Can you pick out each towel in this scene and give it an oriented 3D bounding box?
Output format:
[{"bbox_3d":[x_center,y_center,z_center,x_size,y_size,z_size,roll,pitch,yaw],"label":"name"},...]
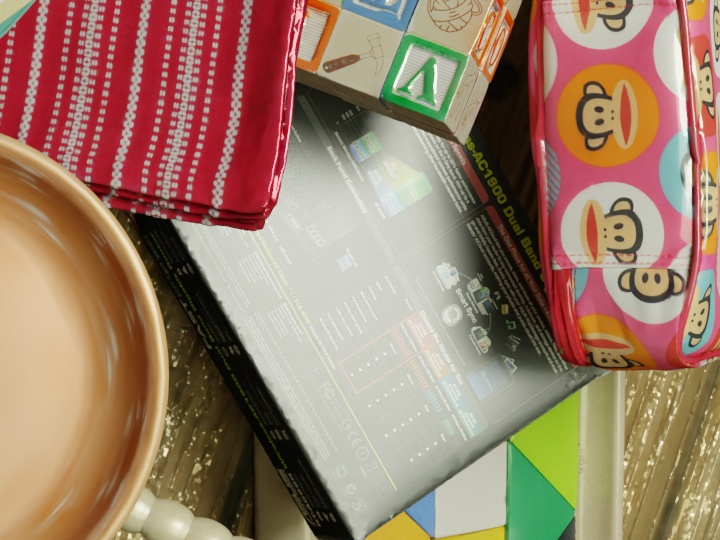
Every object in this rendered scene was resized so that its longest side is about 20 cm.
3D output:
[{"bbox_3d":[-0.117,-0.101,0.933,0.199,0.022,0.146,9,85,11],"label":"towel"}]

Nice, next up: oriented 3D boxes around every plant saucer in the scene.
[{"bbox_3d":[-0.175,0.042,0.904,0.199,0.037,0.202,0,91,-12],"label":"plant saucer"}]

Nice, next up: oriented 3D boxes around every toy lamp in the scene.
[{"bbox_3d":[-0.096,0.106,1.002,0.199,0.058,0.058,26,87,2],"label":"toy lamp"}]

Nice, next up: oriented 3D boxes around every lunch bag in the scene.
[{"bbox_3d":[0.139,-0.059,1.033,0.176,0.081,0.202,-7,96,-65],"label":"lunch bag"}]

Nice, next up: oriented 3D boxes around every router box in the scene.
[{"bbox_3d":[0.000,0.000,1.043,0.149,0.062,0.201,-32,97,-19],"label":"router box"}]

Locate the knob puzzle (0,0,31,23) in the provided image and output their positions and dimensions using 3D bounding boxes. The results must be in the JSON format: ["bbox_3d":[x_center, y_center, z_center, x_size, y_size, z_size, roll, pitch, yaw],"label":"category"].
[{"bbox_3d":[-0.202,-0.143,0.839,0.218,0.030,0.221,-2,115,-4],"label":"knob puzzle"}]

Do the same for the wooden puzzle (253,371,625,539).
[{"bbox_3d":[0.045,0.106,1.129,0.199,0.037,0.186,-6,103,-27],"label":"wooden puzzle"}]

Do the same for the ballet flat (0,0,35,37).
[{"bbox_3d":[-0.109,-0.169,0.900,0.200,0.062,0.067,-40,146,2],"label":"ballet flat"}]

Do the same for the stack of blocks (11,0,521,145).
[{"bbox_3d":[-0.041,-0.117,0.962,0.199,0.059,0.116,21,88,12],"label":"stack of blocks"}]
